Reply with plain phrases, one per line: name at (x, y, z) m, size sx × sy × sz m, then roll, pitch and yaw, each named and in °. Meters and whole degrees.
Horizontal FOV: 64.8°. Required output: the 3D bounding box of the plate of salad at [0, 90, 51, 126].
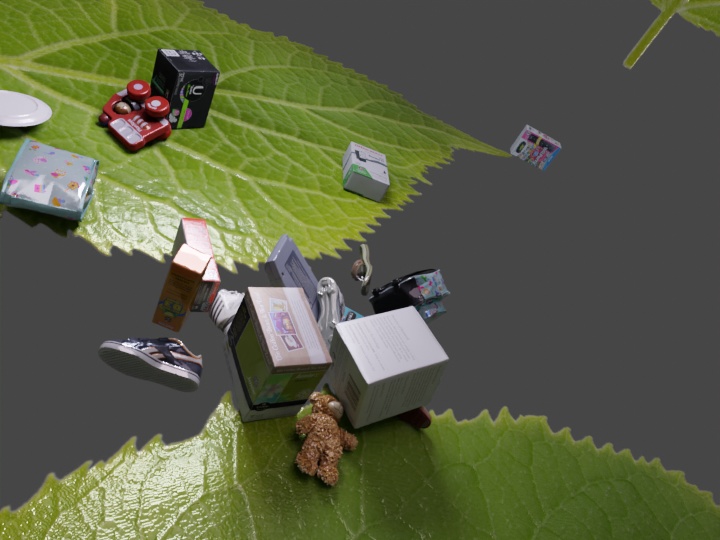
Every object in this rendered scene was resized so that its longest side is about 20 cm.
plate of salad at (-0.902, -0.407, 1.449) m, size 0.199 × 0.048 × 0.200 m, roll 14°, pitch 33°, yaw -10°

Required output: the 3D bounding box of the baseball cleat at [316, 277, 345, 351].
baseball cleat at (-0.064, 0.118, 1.350) m, size 0.106 × 0.069 × 0.201 m, roll 46°, pitch 42°, yaw -59°

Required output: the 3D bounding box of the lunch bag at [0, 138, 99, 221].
lunch bag at (-0.701, -0.188, 1.285) m, size 0.170 × 0.122 × 0.200 m, roll 14°, pitch 35°, yaw -23°

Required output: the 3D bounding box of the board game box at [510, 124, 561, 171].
board game box at (0.876, -0.612, 2.840) m, size 0.199 × 0.148 × 0.064 m, roll 25°, pitch 36°, yaw -8°

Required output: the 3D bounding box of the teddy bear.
teddy bear at (-0.072, 0.341, 1.173) m, size 0.145 × 0.067 × 0.200 m, roll 37°, pitch 37°, yaw 0°

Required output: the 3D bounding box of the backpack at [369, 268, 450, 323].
backpack at (0.147, 0.077, 1.539) m, size 0.200 × 0.177 × 0.151 m, roll -24°, pitch 85°, yaw -53°

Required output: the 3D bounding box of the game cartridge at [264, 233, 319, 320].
game cartridge at (-0.152, 0.030, 1.327) m, size 0.200 × 0.041 × 0.133 m, roll 62°, pitch 31°, yaw -28°

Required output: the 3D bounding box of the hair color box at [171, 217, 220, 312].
hair color box at (-0.385, -0.014, 1.318) m, size 0.064 × 0.111 × 0.200 m, roll 4°, pitch 46°, yaw -31°

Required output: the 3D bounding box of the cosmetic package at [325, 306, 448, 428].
cosmetic package at (0.052, 0.208, 1.240) m, size 0.199 × 0.168 × 0.167 m, roll -11°, pitch 46°, yaw -26°

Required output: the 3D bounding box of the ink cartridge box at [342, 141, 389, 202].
ink cartridge box at (0.017, -0.350, 1.997) m, size 0.146 × 0.083 × 0.200 m, roll 18°, pitch 39°, yaw -19°

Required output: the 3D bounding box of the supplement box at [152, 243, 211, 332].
supplement box at (-0.376, 0.041, 1.188) m, size 0.066 × 0.200 × 0.069 m, roll 24°, pitch 41°, yaw -11°

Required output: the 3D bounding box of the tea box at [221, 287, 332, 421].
tea box at (-0.181, 0.171, 1.181) m, size 0.133 × 0.197 × 0.200 m, roll 1°, pitch 47°, yaw -34°

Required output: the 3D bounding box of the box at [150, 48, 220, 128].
box at (-0.545, -0.553, 1.734) m, size 0.148 × 0.200 × 0.124 m, roll -19°, pitch 58°, yaw -45°

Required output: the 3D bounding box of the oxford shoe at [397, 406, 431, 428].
oxford shoe at (0.096, 0.289, 1.348) m, size 0.200 × 0.071 × 0.075 m, roll 41°, pitch 36°, yaw 12°

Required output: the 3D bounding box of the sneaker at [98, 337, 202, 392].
sneaker at (-0.409, 0.171, 1.122) m, size 0.200 × 0.078 × 0.080 m, roll 28°, pitch 40°, yaw -23°

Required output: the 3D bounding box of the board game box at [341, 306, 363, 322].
board game box at (-0.104, 0.127, 1.409) m, size 0.199 × 0.047 × 0.151 m, roll 29°, pitch 37°, yaw -4°

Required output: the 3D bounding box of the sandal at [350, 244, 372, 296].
sandal at (0.000, 0.000, 1.612) m, size 0.057 × 0.080 × 0.201 m, roll 4°, pitch 36°, yaw -7°

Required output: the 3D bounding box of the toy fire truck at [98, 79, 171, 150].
toy fire truck at (-0.650, -0.441, 1.627) m, size 0.200 × 0.112 × 0.168 m, roll 41°, pitch 57°, yaw 14°

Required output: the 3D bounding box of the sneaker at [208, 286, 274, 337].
sneaker at (-0.264, 0.061, 1.319) m, size 0.115 × 0.076 × 0.200 m, roll 42°, pitch 58°, yaw 18°
